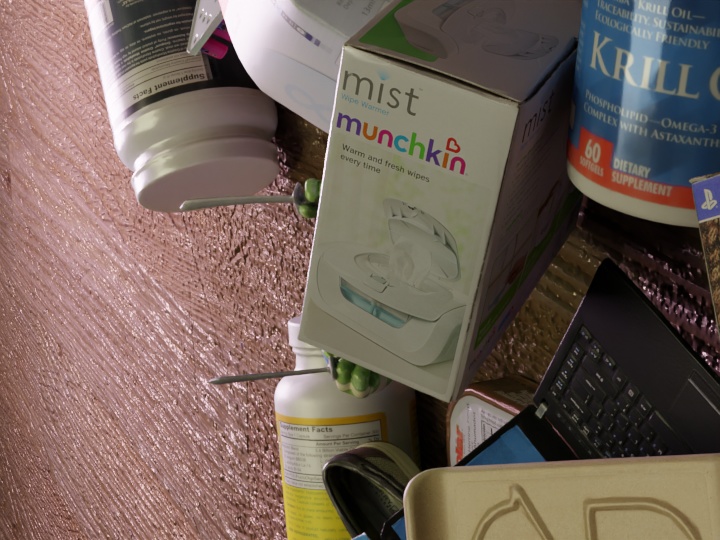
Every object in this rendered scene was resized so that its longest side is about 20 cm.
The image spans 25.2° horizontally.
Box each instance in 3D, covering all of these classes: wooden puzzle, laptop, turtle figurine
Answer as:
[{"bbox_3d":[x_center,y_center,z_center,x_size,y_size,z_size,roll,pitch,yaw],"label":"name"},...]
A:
[{"bbox_3d":[0.123,0.188,0.811,0.200,0.046,0.186,-8,85,34],"label":"wooden puzzle"},{"bbox_3d":[0.119,0.132,0.845,0.177,0.103,0.200,51,144,26],"label":"laptop"},{"bbox_3d":[0.000,0.000,1.032,0.194,0.200,0.144,-43,21,34],"label":"turtle figurine"}]

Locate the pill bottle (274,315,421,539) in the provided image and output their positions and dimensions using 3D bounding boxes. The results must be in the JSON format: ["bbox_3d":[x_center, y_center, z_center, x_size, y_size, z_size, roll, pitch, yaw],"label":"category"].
[{"bbox_3d":[-0.008,0.132,1.178,0.104,0.104,0.201,-172,76,-66],"label":"pill bottle"}]

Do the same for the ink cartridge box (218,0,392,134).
[{"bbox_3d":[-0.061,-0.156,0.938,0.047,0.200,0.160,-61,4,-13],"label":"ink cartridge box"}]

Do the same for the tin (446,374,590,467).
[{"bbox_3d":[0.110,0.131,0.996,0.200,0.042,0.112,-159,68,-64],"label":"tin"}]

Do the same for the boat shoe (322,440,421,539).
[{"bbox_3d":[0.044,0.197,1.061,0.201,0.066,0.072,49,119,24],"label":"boat shoe"}]

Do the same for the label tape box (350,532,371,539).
[{"bbox_3d":[0.034,0.270,1.046,0.200,0.063,0.144,42,153,-4],"label":"label tape box"}]

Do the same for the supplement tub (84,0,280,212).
[{"bbox_3d":[-0.149,-0.164,1.364,0.140,0.140,0.200,138,121,-62],"label":"supplement tub"}]

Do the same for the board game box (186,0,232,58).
[{"bbox_3d":[-0.049,-0.264,1.059,0.200,0.026,0.200,-41,34,49],"label":"board game box"}]

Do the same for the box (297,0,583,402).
[{"bbox_3d":[0.061,-0.064,0.836,0.097,0.200,0.177,20,127,16],"label":"box"}]

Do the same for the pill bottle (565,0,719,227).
[{"bbox_3d":[0.155,-0.129,0.713,0.112,0.112,0.200,-137,44,-56],"label":"pill bottle"}]

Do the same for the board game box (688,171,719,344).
[{"bbox_3d":[0.227,0.042,0.619,0.159,0.097,0.200,161,100,-66],"label":"board game box"}]
